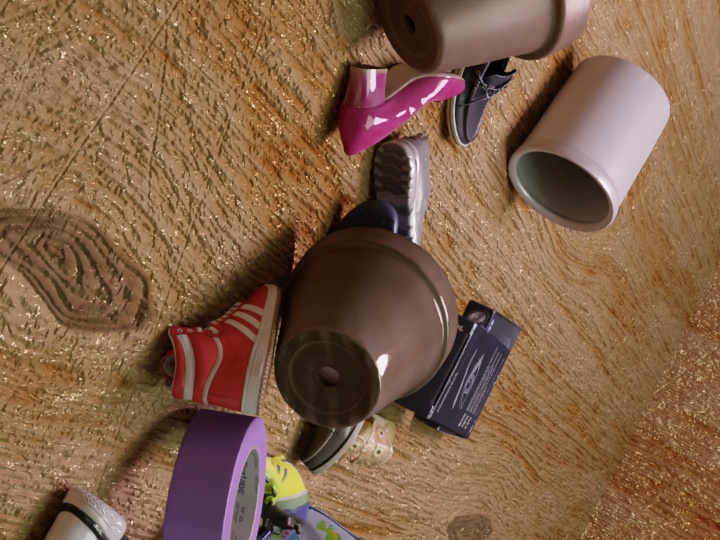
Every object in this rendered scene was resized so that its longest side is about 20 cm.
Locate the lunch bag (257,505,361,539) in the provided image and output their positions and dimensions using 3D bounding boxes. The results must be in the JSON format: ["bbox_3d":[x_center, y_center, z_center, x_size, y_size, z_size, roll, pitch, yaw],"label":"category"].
[{"bbox_3d":[-0.082,0.399,1.843,0.200,0.160,0.083,-43,154,-36],"label":"lunch bag"}]

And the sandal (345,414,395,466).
[{"bbox_3d":[0.019,0.231,1.992,0.078,0.069,0.212,-66,156,3],"label":"sandal"}]

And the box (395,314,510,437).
[{"bbox_3d":[0.113,0.135,2.049,0.148,0.104,0.200,-62,156,-5],"label":"box"}]

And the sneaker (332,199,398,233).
[{"bbox_3d":[0.000,0.000,1.728,0.082,0.074,0.201,-29,146,-55],"label":"sneaker"}]

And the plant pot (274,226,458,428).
[{"bbox_3d":[-0.009,0.076,1.570,0.174,0.199,0.201,-54,160,-62],"label":"plant pot"}]

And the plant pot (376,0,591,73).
[{"bbox_3d":[0.116,-0.297,1.561,0.174,0.200,0.201,-29,142,-24],"label":"plant pot"}]

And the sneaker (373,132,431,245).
[{"bbox_3d":[0.057,-0.071,1.763,0.082,0.075,0.201,-34,142,-46],"label":"sneaker"}]

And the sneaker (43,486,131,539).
[{"bbox_3d":[-0.271,0.304,1.464,0.115,0.075,0.200,-53,150,-21],"label":"sneaker"}]

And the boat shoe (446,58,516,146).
[{"bbox_3d":[0.156,-0.242,1.819,0.075,0.062,0.201,-30,141,-55],"label":"boat shoe"}]

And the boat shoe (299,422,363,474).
[{"bbox_3d":[-0.020,0.165,1.859,0.060,0.072,0.202,33,96,-26],"label":"boat shoe"}]

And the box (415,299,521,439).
[{"bbox_3d":[0.167,0.155,2.258,0.201,0.043,0.160,-64,156,-2],"label":"box"}]

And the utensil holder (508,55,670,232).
[{"bbox_3d":[0.333,-0.185,2.112,0.200,0.169,0.170,-54,155,-24],"label":"utensil holder"}]

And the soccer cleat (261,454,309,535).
[{"bbox_3d":[-0.112,0.253,1.779,0.200,0.064,0.084,63,26,-56],"label":"soccer cleat"}]

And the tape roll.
[{"bbox_3d":[-0.154,0.252,1.571,0.200,0.065,0.201,7,90,-83],"label":"tape roll"}]

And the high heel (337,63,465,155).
[{"bbox_3d":[0.048,-0.178,1.638,0.200,0.067,0.096,-12,114,-55],"label":"high heel"}]

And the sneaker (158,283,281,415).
[{"bbox_3d":[-0.144,0.071,1.519,0.200,0.112,0.072,-84,-178,-59],"label":"sneaker"}]
